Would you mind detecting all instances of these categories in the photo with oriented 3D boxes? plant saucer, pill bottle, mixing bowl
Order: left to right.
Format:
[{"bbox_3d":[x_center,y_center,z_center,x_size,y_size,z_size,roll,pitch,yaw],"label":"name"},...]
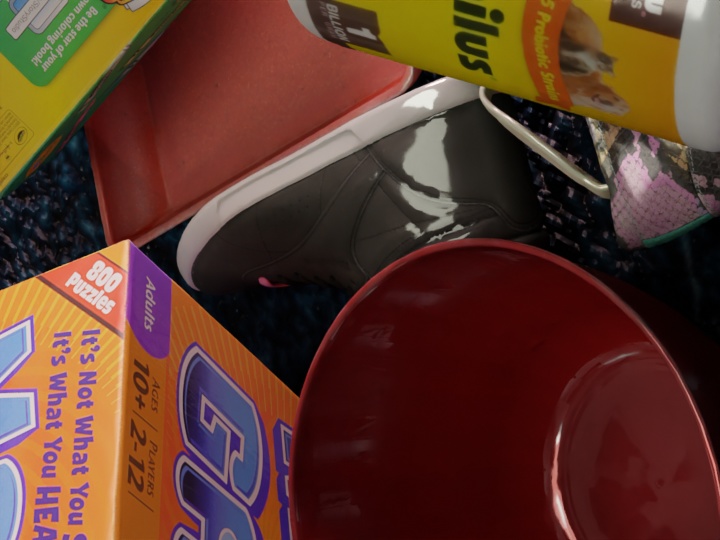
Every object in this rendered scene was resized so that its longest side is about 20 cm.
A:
[{"bbox_3d":[-0.053,-0.130,0.997,0.200,0.037,0.200,-28,68,43],"label":"plant saucer"},{"bbox_3d":[0.080,0.084,0.855,0.200,0.108,0.201,6,99,42],"label":"mixing bowl"},{"bbox_3d":[0.080,-0.105,0.763,0.199,0.109,0.110,18,107,21],"label":"pill bottle"}]

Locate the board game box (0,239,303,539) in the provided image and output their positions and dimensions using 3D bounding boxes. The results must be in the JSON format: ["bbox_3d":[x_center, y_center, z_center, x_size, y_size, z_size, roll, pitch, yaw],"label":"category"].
[{"bbox_3d":[-0.118,0.149,0.904,0.199,0.200,0.200,-21,48,23],"label":"board game box"}]

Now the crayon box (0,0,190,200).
[{"bbox_3d":[-0.130,-0.136,0.973,0.119,0.058,0.200,45,125,-2],"label":"crayon box"}]

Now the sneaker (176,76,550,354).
[{"bbox_3d":[0.000,0.000,0.950,0.200,0.071,0.100,-28,80,44],"label":"sneaker"}]

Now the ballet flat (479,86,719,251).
[{"bbox_3d":[0.068,-0.091,0.864,0.071,0.069,0.200,-35,65,9],"label":"ballet flat"}]
